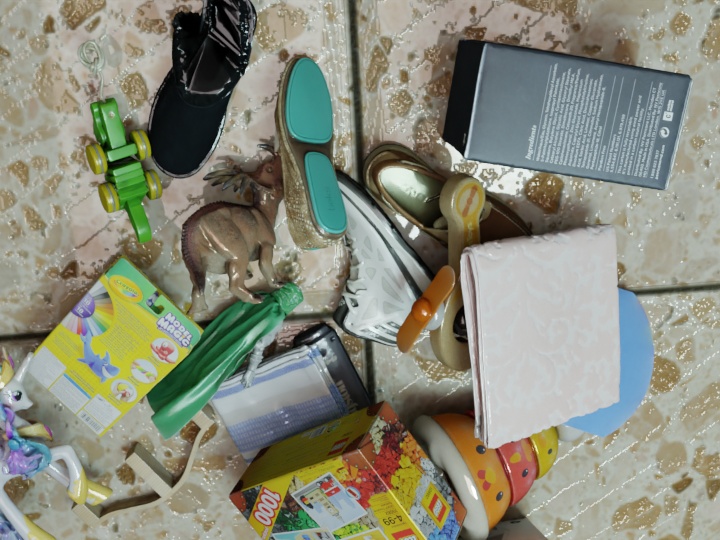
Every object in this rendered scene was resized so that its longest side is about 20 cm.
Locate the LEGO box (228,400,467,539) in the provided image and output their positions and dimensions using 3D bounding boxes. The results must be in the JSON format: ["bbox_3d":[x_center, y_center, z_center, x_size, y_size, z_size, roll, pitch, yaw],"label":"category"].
[{"bbox_3d":[-0.015,0.239,0.970,0.198,0.077,0.150,-27,105,38],"label":"LEGO box"}]

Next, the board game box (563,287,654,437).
[{"bbox_3d":[0.219,0.085,1.035,0.196,0.039,0.161,17,82,1],"label":"board game box"}]

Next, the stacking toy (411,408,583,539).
[{"bbox_3d":[0.166,0.190,1.037,0.198,0.146,0.148,-26,106,-15],"label":"stacking toy"}]

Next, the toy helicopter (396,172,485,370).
[{"bbox_3d":[0.095,0.006,0.927,0.130,0.079,0.204,-18,116,-27],"label":"toy helicopter"}]

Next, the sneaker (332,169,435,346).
[{"bbox_3d":[0.000,0.000,0.984,0.115,0.076,0.201,-38,106,5],"label":"sneaker"}]

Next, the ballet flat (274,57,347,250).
[{"bbox_3d":[-0.059,-0.112,0.933,0.070,0.065,0.204,11,62,-37],"label":"ballet flat"}]

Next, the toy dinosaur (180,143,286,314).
[{"bbox_3d":[-0.132,-0.040,0.930,0.084,0.200,0.138,-5,107,29],"label":"toy dinosaur"}]

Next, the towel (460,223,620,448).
[{"bbox_3d":[0.183,0.059,0.934,0.197,0.032,0.195,-10,100,-35],"label":"towel"}]

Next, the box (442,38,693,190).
[{"bbox_3d":[0.192,-0.155,0.917,0.196,0.149,0.109,7,105,-6],"label":"box"}]

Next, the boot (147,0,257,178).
[{"bbox_3d":[-0.154,-0.170,0.881,0.075,0.168,0.203,24,103,-10],"label":"boot"}]

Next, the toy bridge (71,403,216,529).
[{"bbox_3d":[-0.234,0.225,1.056,0.200,0.027,0.067,-42,104,9],"label":"toy bridge"}]

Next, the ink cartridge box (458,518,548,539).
[{"bbox_3d":[0.107,0.317,1.015,0.196,0.200,0.041,-9,87,-3],"label":"ink cartridge box"}]

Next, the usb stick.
[{"bbox_3d":[-0.013,0.154,1.047,0.055,0.033,0.202,-25,105,4],"label":"usb stick"}]

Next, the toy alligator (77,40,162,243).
[{"bbox_3d":[-0.248,-0.127,0.946,0.059,0.054,0.204,-21,108,-26],"label":"toy alligator"}]

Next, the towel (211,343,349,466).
[{"bbox_3d":[-0.072,0.186,1.040,0.145,0.024,0.202,-20,106,19],"label":"towel"}]

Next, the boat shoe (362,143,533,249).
[{"bbox_3d":[0.090,-0.058,0.975,0.197,0.074,0.077,26,103,-10],"label":"boat shoe"}]

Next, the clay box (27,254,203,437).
[{"bbox_3d":[-0.248,0.073,0.966,0.115,0.048,0.199,44,120,-9],"label":"clay box"}]

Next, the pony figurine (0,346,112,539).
[{"bbox_3d":[-0.383,0.202,0.980,0.191,0.167,0.202,-30,106,-6],"label":"pony figurine"}]

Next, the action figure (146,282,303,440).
[{"bbox_3d":[-0.138,0.086,0.997,0.200,0.118,0.055,-43,127,0],"label":"action figure"}]
